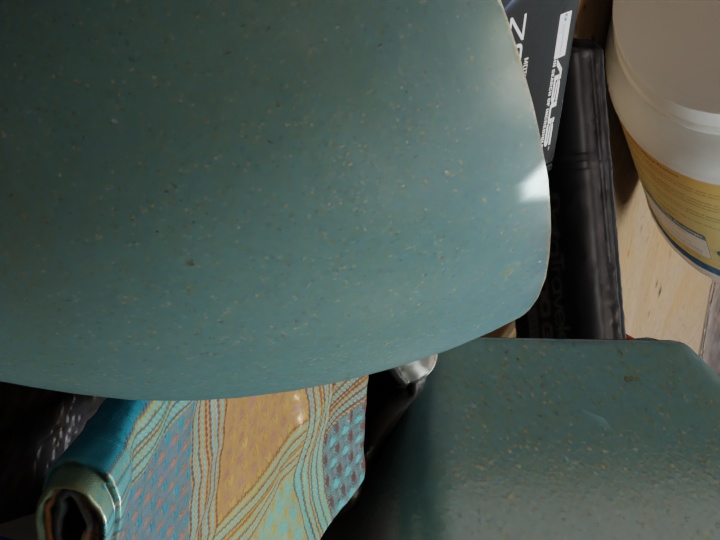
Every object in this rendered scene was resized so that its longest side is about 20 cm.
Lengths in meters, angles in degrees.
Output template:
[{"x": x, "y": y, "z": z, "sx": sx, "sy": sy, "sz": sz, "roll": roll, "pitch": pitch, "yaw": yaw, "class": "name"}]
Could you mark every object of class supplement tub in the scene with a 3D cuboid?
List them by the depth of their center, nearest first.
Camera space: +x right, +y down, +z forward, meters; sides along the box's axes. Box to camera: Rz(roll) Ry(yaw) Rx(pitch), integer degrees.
[{"x": 0.202, "y": -0.088, "z": 1.281, "sx": 0.200, "sy": 0.144, "sz": 0.145, "roll": 57, "pitch": 51, "yaw": -62, "class": "supplement tub"}]

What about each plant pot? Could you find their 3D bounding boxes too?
[{"x": -0.063, "y": -0.048, "z": 0.617, "sx": 0.134, "sy": 0.200, "sz": 0.201, "roll": -27, "pitch": 140, "yaw": -15, "class": "plant pot"}, {"x": 0.064, "y": 0.134, "z": 0.958, "sx": 0.196, "sy": 0.195, "sz": 0.201, "roll": 139, "pitch": -51, "yaw": -60, "class": "plant pot"}]

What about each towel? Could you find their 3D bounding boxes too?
[{"x": -0.038, "y": 0.060, "z": 0.744, "sx": 0.200, "sy": 0.022, "sz": 0.147, "roll": -52, "pitch": 152, "yaw": -50, "class": "towel"}]

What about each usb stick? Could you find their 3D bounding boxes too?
[{"x": 0.089, "y": -0.001, "z": 1.099, "sx": 0.033, "sy": 0.055, "sz": 0.201, "roll": 4, "pitch": 80, "yaw": -49, "class": "usb stick"}]

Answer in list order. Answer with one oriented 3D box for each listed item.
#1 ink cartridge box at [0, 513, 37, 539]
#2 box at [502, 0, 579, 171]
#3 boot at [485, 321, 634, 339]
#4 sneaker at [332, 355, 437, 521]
[{"x": -0.078, "y": 0.138, "z": 0.826, "sx": 0.200, "sy": 0.067, "sz": 0.117, "roll": -11, "pitch": 113, "yaw": -68, "class": "ink cartridge box"}, {"x": 0.044, "y": -0.125, "z": 0.996, "sx": 0.160, "sy": 0.043, "sz": 0.201, "roll": -26, "pitch": 127, "yaw": -63, "class": "box"}, {"x": 0.078, "y": 0.089, "z": 1.141, "sx": 0.200, "sy": 0.107, "sz": 0.075, "roll": -53, "pitch": 153, "yaw": -40, "class": "boot"}, {"x": 0.000, "y": 0.000, "z": 0.890, "sx": 0.090, "sy": 0.066, "sz": 0.201, "roll": -154, "pitch": -102, "yaw": -69, "class": "sneaker"}]
